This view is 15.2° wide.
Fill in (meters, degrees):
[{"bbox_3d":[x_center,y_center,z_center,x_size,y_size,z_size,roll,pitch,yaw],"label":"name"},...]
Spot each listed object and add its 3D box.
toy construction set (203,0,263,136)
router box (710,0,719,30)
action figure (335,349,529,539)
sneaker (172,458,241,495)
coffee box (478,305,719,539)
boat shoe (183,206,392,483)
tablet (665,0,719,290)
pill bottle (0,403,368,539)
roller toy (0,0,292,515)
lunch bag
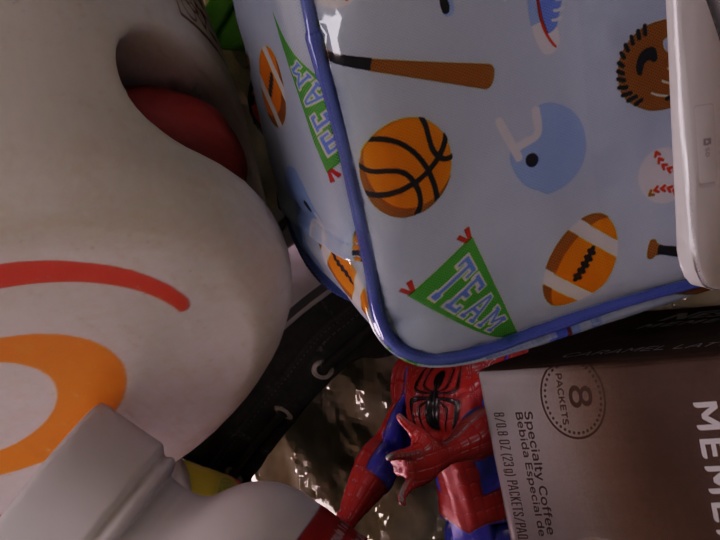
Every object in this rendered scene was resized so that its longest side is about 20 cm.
[{"bbox_3d":[-0.006,-0.113,0.798,0.200,0.092,0.132,-44,70,41],"label":"toy construction set"},{"bbox_3d":[0.154,-0.021,0.620,0.051,0.149,0.201,-21,85,40],"label":"router box"},{"bbox_3d":[0.027,0.096,0.801,0.065,0.099,0.201,-1,107,41],"label":"action figure"},{"bbox_3d":[-0.069,0.099,0.887,0.079,0.090,0.200,-68,13,-9],"label":"sneaker"},{"bbox_3d":[0.115,0.113,0.751,0.114,0.080,0.201,-5,98,43],"label":"coffee box"},{"bbox_3d":[0.000,0.000,0.850,0.057,0.069,0.200,40,127,-14],"label":"boat shoe"},{"bbox_3d":[0.108,-0.105,0.667,0.014,0.130,0.201,4,103,35],"label":"tablet"},{"bbox_3d":[-0.013,0.128,0.697,0.200,0.112,0.112,37,127,2],"label":"pill bottle"},{"bbox_3d":[-0.117,-0.022,0.737,0.183,0.199,0.140,-57,43,48],"label":"roller toy"},{"bbox_3d":[0.049,-0.078,0.705,0.076,0.159,0.201,-136,31,-63],"label":"lunch bag"}]
